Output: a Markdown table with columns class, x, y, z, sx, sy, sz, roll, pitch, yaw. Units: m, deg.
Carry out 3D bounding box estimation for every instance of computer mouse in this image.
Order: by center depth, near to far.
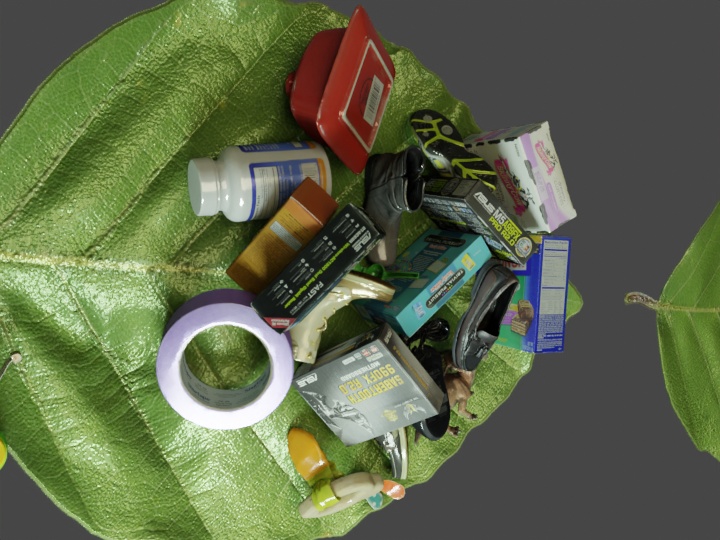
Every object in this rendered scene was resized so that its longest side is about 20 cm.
| class | x | y | z | sx | sy | sz | roll | pitch | yaw |
| --- | --- | --- | --- | --- | --- | --- | --- | --- | --- |
| computer mouse | 0.105 | 0.184 | 1.191 | 0.138 | 0.052 | 0.202 | -4 | 87 | -50 |

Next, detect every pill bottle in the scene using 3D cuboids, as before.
| class | x | y | z | sx | sy | sz | roll | pitch | yaw |
| --- | --- | --- | --- | --- | --- | --- | --- | --- | --- |
| pill bottle | -0.152 | -0.133 | 1.060 | 0.198 | 0.112 | 0.113 | -8 | 99 | -25 |

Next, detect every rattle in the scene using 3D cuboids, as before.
| class | x | y | z | sx | sy | sz | roll | pitch | yaw |
| --- | --- | --- | --- | --- | --- | --- | --- | --- | --- |
| rattle | -0.027 | 0.343 | 1.214 | 0.199 | 0.143 | 0.131 | -3 | 129 | -41 |

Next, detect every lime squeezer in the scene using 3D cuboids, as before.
| class | x | y | z | sx | sy | sz | roll | pitch | yaw |
| --- | --- | --- | --- | --- | --- | --- | --- | --- | --- |
| lime squeezer | 0.000 | 0.000 | 1.170 | 0.198 | 0.071 | 0.038 | 14 | 92 | 9 |

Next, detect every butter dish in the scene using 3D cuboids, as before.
| class | x | y | z | sx | sy | sz | roll | pitch | yaw |
| --- | --- | --- | --- | --- | --- | --- | --- | --- | --- |
| butter dish | -0.048 | -0.277 | 1.088 | 0.199 | 0.146 | 0.202 | 38 | 68 | -65 |

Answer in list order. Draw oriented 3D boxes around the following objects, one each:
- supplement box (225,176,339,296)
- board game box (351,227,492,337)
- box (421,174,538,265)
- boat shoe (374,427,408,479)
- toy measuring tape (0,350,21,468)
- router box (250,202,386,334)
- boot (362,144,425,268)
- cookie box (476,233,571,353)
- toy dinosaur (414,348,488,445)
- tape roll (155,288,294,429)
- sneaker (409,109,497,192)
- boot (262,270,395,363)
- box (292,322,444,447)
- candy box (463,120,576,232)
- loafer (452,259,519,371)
| class | x | y | z | sx | sy | sz | roll | pitch | yaw |
| --- | --- | --- | --- | --- | --- | --- | --- | --- | --- |
| supplement box | -0.117 | -0.044 | 1.028 | 0.069 | 0.200 | 0.067 | 40 | 39 | -7 |
| board game box | 0.100 | 0.015 | 1.178 | 0.200 | 0.151 | 0.047 | -42 | 114 | -17 |
| box | 0.182 | -0.088 | 1.183 | 0.160 | 0.200 | 0.044 | 43 | 81 | -23 |
| boat shoe | 0.048 | 0.270 | 1.228 | 0.065 | 0.072 | 0.203 | -6 | 108 | 1 |
| toy measuring tape | -0.490 | 0.210 | 0.946 | 0.073 | 0.073 | 0.201 | 33 | 80 | -25 |
| router box | -0.054 | -0.004 | 1.010 | 0.200 | 0.150 | 0.062 | -45 | 88 | 6 |
| boot | 0.054 | -0.099 | 1.155 | 0.069 | 0.131 | 0.202 | -7 | 98 | -27 |
| cookie box | 0.285 | 0.034 | 1.264 | 0.075 | 0.171 | 0.202 | 1 | 94 | -30 |
| toy dinosaur | 0.144 | 0.214 | 1.260 | 0.199 | 0.086 | 0.136 | -36 | 110 | -15 |
| tape roll | -0.199 | 0.132 | 1.049 | 0.198 | 0.066 | 0.202 | -3 | 108 | -8 |
| sneaker | 0.147 | -0.189 | 1.205 | 0.075 | 0.077 | 0.201 | -29 | 72 | -21 |
| boot | -0.052 | 0.072 | 1.121 | 0.198 | 0.073 | 0.157 | 10 | 92 | 2 |
| box | 0.008 | 0.187 | 1.124 | 0.159 | 0.199 | 0.048 | 52 | 35 | -15 |
| candy box | 0.254 | -0.154 | 1.212 | 0.071 | 0.199 | 0.169 | -29 | 106 | -25 |
| loafer | 0.206 | 0.085 | 1.163 | 0.071 | 0.063 | 0.202 | -4 | 117 | -39 |
